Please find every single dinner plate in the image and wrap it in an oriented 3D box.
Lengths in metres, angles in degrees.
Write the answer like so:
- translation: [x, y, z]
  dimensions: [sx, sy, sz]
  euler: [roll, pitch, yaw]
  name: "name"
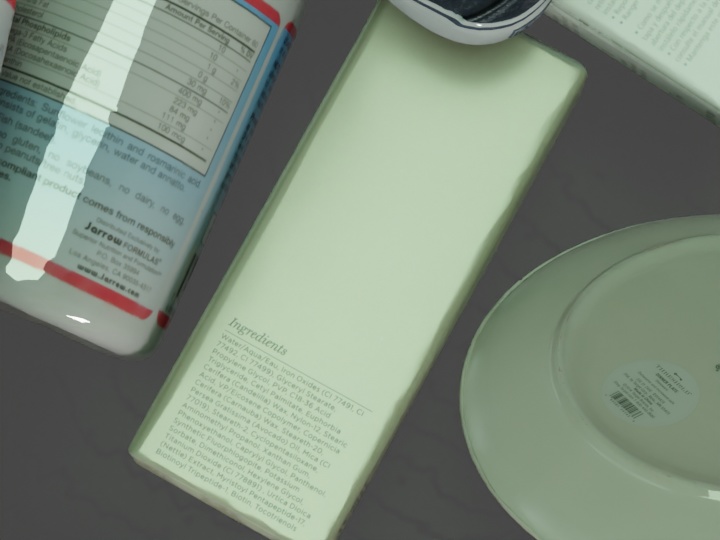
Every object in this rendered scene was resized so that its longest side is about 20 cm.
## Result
- translation: [0.134, 0.037, 0.773]
  dimensions: [0.200, 0.024, 0.200]
  euler: [-4, 40, 3]
  name: "dinner plate"

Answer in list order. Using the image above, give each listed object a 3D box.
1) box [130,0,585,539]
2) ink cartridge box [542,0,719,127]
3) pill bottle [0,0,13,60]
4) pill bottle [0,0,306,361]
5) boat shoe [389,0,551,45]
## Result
- translation: [0.000, 0.000, 0.815]
  dimensions: [0.082, 0.068, 0.200]
  euler: [30, 84, 5]
  name: "box"
- translation: [0.118, -0.176, 0.788]
  dimensions: [0.173, 0.044, 0.200]
  euler: [35, 92, 10]
  name: "ink cartridge box"
- translation: [-0.181, -0.018, 0.709]
  dimensions: [0.109, 0.109, 0.200]
  euler: [11, 84, 3]
  name: "pill bottle"
- translation: [-0.086, -0.077, 0.815]
  dimensions: [0.109, 0.109, 0.200]
  euler: [23, 83, 4]
  name: "pill bottle"
- translation: [-0.017, -0.155, 0.732]
  dimensions: [0.200, 0.091, 0.071]
  euler: [30, 72, 6]
  name: "boat shoe"
